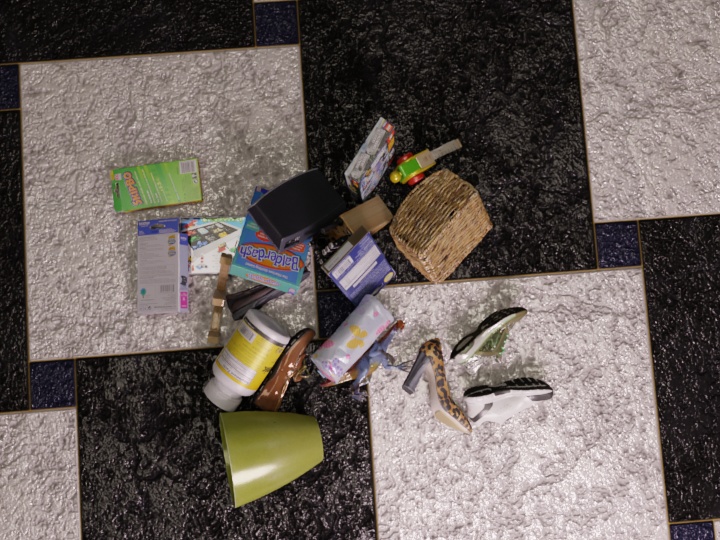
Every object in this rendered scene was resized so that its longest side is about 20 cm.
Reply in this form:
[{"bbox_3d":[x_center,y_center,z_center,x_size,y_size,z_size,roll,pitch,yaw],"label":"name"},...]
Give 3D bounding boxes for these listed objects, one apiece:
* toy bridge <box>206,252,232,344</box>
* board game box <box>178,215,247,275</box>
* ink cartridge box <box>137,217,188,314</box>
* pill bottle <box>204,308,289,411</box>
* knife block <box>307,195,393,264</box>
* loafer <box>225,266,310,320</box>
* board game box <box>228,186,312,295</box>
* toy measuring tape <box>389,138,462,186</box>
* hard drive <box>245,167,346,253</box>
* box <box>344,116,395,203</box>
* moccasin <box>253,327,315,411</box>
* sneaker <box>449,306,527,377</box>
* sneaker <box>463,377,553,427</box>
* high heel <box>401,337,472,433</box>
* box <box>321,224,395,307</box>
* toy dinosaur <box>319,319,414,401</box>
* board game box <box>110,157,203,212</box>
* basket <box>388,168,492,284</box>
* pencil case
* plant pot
[{"bbox_3d":[-0.307,0.059,1.505,0.027,0.067,0.205,9,106,-11],"label":"toy bridge"},{"bbox_3d":[-0.303,-0.056,1.535,0.194,0.035,0.130,-1,86,-1],"label":"board game box"},{"bbox_3d":[-0.431,-0.009,1.507,0.117,0.042,0.206,-3,87,24],"label":"ink cartridge box"},{"bbox_3d":[-0.246,0.194,1.474,0.110,0.111,0.202,35,94,2],"label":"pill bottle"},{"bbox_3d":[-0.019,-0.090,1.473,0.198,0.176,0.065,-37,87,-4],"label":"knife block"},{"bbox_3d":[-0.205,0.035,1.515,0.197,0.072,0.064,-32,82,0],"label":"loafer"},{"bbox_3d":[-0.182,-0.065,1.482,0.149,0.045,0.204,18,61,-11],"label":"board game box"},{"bbox_3d":[0.141,-0.241,1.556,0.198,0.073,0.075,-30,87,-26],"label":"toy measuring tape"},{"bbox_3d":[-0.132,-0.137,1.485,0.198,0.042,0.136,-34,79,-31],"label":"hard drive"},{"bbox_3d":[0.024,-0.227,1.472,0.039,0.200,0.139,32,86,6],"label":"box"},{"bbox_3d":[-0.153,0.218,1.498,0.077,0.074,0.204,31,83,-8],"label":"moccasin"},{"bbox_3d":[0.293,0.158,1.521,0.199,0.077,0.089,-38,100,1],"label":"sneaker"},{"bbox_3d":[0.324,0.288,1.511,0.195,0.074,0.082,-9,100,3],"label":"sneaker"},{"bbox_3d":[0.195,0.251,1.514,0.199,0.071,0.144,40,63,-12],"label":"high heel"},{"bbox_3d":[0.000,0.000,1.473,0.121,0.200,0.032,-45,57,-5],"label":"box"},{"bbox_3d":[0.025,0.183,1.500,0.195,0.106,0.185,15,67,10],"label":"toy dinosaur"},{"bbox_3d":[-0.455,-0.189,1.547,0.195,0.030,0.098,-8,85,-4],"label":"board game box"},{"bbox_3d":[0.171,-0.100,1.535,0.201,0.149,0.142,-48,55,-4],"label":"basket"},{"bbox_3d":[-0.018,0.144,1.482,0.083,0.091,0.200,45,75,-7],"label":"pencil case"},{"bbox_3d":[-0.183,0.372,1.447,0.195,0.187,0.192,-10,85,-17],"label":"plant pot"}]
